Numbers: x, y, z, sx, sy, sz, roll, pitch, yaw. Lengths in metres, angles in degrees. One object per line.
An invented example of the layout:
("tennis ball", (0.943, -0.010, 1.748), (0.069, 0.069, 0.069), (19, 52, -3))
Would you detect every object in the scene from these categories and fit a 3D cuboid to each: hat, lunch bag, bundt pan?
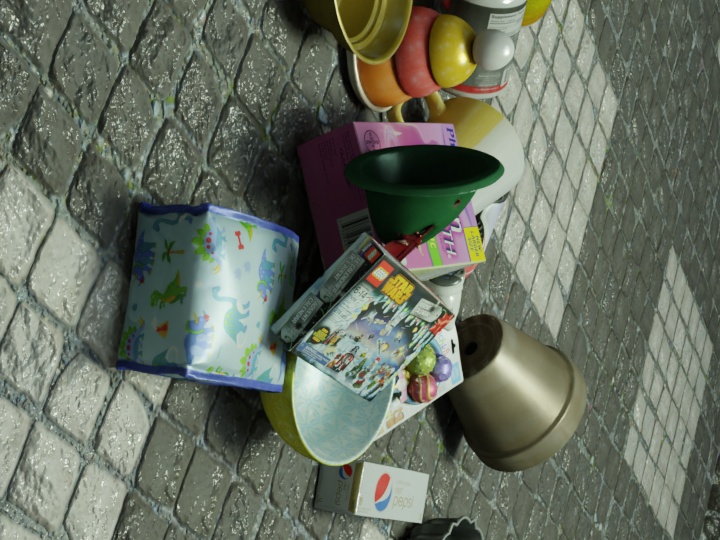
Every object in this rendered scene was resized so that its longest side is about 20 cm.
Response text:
("hat", (0.058, -0.031, 1.536), (0.166, 0.197, 0.179), (-83, 172, -69))
("lunch bag", (-0.138, 0.031, 1.408), (0.199, 0.126, 0.173), (14, 82, -51))
("bundt pan", (0.105, 0.442, 1.976), (0.201, 0.075, 0.205), (-19, 111, -60))

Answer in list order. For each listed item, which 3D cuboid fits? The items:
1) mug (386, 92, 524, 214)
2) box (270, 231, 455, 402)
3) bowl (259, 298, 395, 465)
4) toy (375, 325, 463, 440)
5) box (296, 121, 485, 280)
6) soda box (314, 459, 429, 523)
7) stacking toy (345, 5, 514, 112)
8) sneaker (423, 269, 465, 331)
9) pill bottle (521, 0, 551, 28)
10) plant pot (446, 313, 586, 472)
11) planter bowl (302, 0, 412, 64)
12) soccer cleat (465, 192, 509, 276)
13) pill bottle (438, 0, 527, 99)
("mug", (0.102, -0.138, 1.853), (0.153, 0.186, 0.150), (-45, 169, -38))
("box", (0.007, 0.053, 1.459), (0.137, 0.040, 0.200), (-46, 148, 4))
("bowl", (-0.056, 0.112, 1.582), (0.199, 0.107, 0.203), (-9, 101, -53))
("toy", (0.074, 0.141, 1.839), (0.199, 0.047, 0.117), (-27, 118, -35))
("box", (0.039, -0.077, 1.664), (0.199, 0.096, 0.178), (-5, 80, -51))
("soda box", (0.017, 0.283, 1.802), (0.199, 0.063, 0.069), (24, 73, -60))
("stacking toy", (0.094, -0.265, 1.712), (0.146, 0.198, 0.148), (-17, 109, -59))
("sneaker", (0.100, 0.018, 1.866), (0.200, 0.073, 0.088), (-78, 171, -73))
("pill bottle", (0.226, -0.411, 1.962), (0.200, 0.108, 0.111), (115, -10, -73))
("plant pot", (0.201, 0.161, 2.024), (0.174, 0.198, 0.202), (45, 54, -35))
("planter bowl", (-0.017, -0.340, 1.616), (0.200, 0.082, 0.204), (-14, 106, -61))
("soccer cleat", (0.167, -0.073, 2.038), (0.074, 0.067, 0.201), (98, 12, -50))
("pill bottle", (0.159, -0.340, 1.851), (0.114, 0.113, 0.202), (-47, 154, -49))
